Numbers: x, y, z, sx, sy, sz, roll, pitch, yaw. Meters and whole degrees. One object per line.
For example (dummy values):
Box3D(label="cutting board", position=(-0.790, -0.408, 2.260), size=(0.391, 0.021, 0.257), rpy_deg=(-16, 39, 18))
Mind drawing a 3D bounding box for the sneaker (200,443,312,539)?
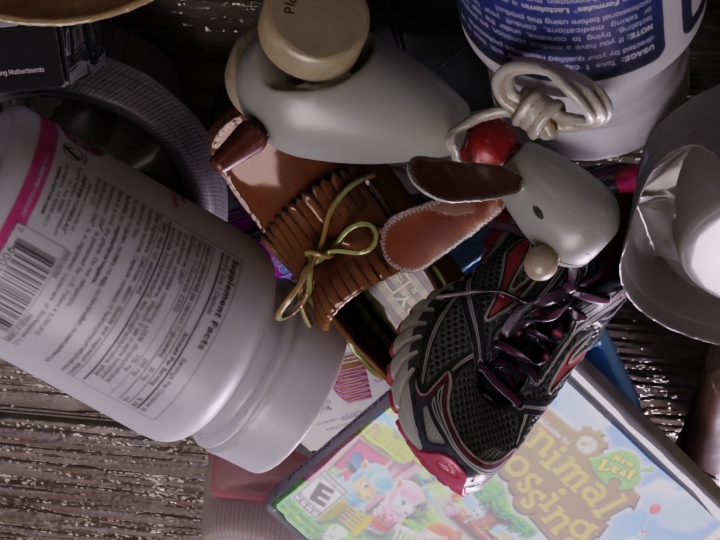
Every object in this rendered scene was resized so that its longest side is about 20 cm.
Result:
Box3D(label="sneaker", position=(-0.005, 0.166, 1.558), size=(0.199, 0.105, 0.076), rpy_deg=(15, 140, -4))

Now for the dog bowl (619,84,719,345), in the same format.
Box3D(label="dog bowl", position=(0.216, -0.029, 1.166), size=(0.198, 0.059, 0.200), rpy_deg=(1, 153, 1))

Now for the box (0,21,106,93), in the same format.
Box3D(label="box", position=(-0.228, -0.160, 1.206), size=(0.199, 0.050, 0.159), rpy_deg=(-3, 105, 21))

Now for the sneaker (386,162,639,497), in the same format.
Box3D(label="sneaker", position=(0.079, 0.019, 1.206), size=(0.074, 0.201, 0.081), rpy_deg=(-16, 125, 48))

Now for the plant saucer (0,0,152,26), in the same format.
Box3D(label="plant saucer", position=(-0.138, -0.209, 1.120), size=(0.198, 0.035, 0.202), rpy_deg=(-1, 102, -4))

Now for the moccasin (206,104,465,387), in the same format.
Box3D(label="moccasin", position=(-0.001, 0.001, 1.239), size=(0.073, 0.078, 0.202), rpy_deg=(-31, 104, 19))

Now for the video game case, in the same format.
Box3D(label="video game case", position=(0.082, 0.132, 1.344), size=(0.200, 0.022, 0.182), rpy_deg=(43, 112, -15))

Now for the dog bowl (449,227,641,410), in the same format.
Box3D(label="dog bowl", position=(0.085, 0.048, 1.368), size=(0.111, 0.050, 0.201), rpy_deg=(-32, 123, -6))

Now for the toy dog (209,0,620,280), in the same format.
Box3D(label="toy dog", position=(0.013, -0.050, 1.149), size=(0.199, 0.097, 0.132), rpy_deg=(24, 158, 19))

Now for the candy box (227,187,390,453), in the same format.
Box3D(label="candy box", position=(-0.013, 0.025, 1.419), size=(0.136, 0.061, 0.200), rpy_deg=(-19, 131, 34))

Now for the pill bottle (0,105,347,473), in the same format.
Box3D(label="pill bottle", position=(-0.113, 0.014, 1.257), size=(0.199, 0.114, 0.113), rpy_deg=(30, 139, -20))

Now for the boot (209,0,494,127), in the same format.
Box3D(label="boot", position=(-0.022, -0.143, 1.211), size=(0.164, 0.066, 0.201), rpy_deg=(-8, 140, 16))

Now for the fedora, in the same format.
Box3D(label="fedora", position=(-0.153, -0.056, 1.338), size=(0.176, 0.091, 0.201), rpy_deg=(15, 133, -6))

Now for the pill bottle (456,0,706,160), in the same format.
Box3D(label="pill bottle", position=(0.095, -0.149, 1.126), size=(0.115, 0.116, 0.201), rpy_deg=(4, 141, 13))

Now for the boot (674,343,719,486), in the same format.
Box3D(label="boot", position=(0.177, 0.104, 1.375), size=(0.064, 0.187, 0.201), rpy_deg=(33, 147, 13))
